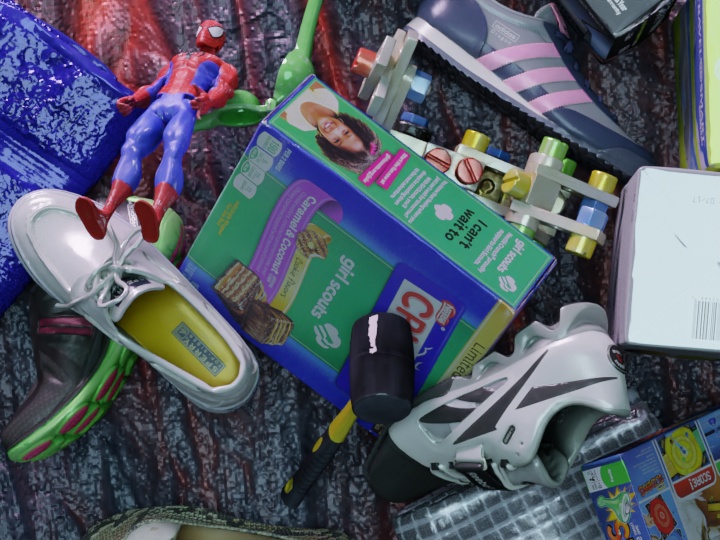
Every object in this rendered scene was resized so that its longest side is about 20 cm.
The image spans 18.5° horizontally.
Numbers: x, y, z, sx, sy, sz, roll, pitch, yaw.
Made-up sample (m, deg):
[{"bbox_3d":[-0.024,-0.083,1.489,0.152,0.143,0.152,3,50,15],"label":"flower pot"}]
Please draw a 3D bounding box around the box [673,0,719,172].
[{"bbox_3d":[0.235,-0.118,1.423,0.048,0.200,0.122,-2,87,2],"label":"box"}]

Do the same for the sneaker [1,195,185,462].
[{"bbox_3d":[-0.191,0.039,1.502,0.084,0.077,0.200,26,78,9],"label":"sneaker"}]

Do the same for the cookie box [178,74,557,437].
[{"bbox_3d":[0.000,0.000,1.444,0.200,0.075,0.171,36,133,4],"label":"cookie box"}]

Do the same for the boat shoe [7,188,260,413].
[{"bbox_3d":[-0.150,0.015,1.425,0.202,0.086,0.075,43,81,8],"label":"boat shoe"}]

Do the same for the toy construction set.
[{"bbox_3d":[0.069,-0.072,1.459,0.200,0.131,0.092,36,87,-4],"label":"toy construction set"}]

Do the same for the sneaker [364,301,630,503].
[{"bbox_3d":[0.085,0.108,1.393,0.200,0.074,0.089,-38,57,29],"label":"sneaker"}]

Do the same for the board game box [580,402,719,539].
[{"bbox_3d":[0.230,0.160,1.423,0.034,0.200,0.135,-22,86,40],"label":"board game box"}]

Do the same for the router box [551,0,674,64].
[{"bbox_3d":[0.128,-0.236,1.458,0.062,0.150,0.200,-38,86,1],"label":"router box"}]

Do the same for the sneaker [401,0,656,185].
[{"bbox_3d":[0.129,-0.134,1.494,0.200,0.070,0.082,35,85,-1],"label":"sneaker"}]

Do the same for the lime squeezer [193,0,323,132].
[{"bbox_3d":[-0.078,-0.131,1.518,0.200,0.038,0.071,-39,86,1],"label":"lime squeezer"}]

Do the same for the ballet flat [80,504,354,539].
[{"bbox_3d":[-0.096,0.194,1.485,0.200,0.075,0.068,4,89,3],"label":"ballet flat"}]

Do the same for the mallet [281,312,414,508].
[{"bbox_3d":[-0.013,0.110,1.433,0.041,0.200,0.066,11,47,-16],"label":"mallet"}]

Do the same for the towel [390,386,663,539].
[{"bbox_3d":[0.140,0.192,1.471,0.200,0.086,0.166,-27,88,1],"label":"towel"}]

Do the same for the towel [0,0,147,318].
[{"bbox_3d":[-0.256,-0.077,1.510,0.148,0.050,0.200,35,90,10],"label":"towel"}]

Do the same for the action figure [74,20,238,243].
[{"bbox_3d":[-0.125,-0.100,1.455,0.065,0.200,0.052,-1,129,20],"label":"action figure"}]

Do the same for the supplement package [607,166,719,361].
[{"bbox_3d":[0.221,0.001,1.418,0.114,0.200,0.110,5,87,3],"label":"supplement package"}]
